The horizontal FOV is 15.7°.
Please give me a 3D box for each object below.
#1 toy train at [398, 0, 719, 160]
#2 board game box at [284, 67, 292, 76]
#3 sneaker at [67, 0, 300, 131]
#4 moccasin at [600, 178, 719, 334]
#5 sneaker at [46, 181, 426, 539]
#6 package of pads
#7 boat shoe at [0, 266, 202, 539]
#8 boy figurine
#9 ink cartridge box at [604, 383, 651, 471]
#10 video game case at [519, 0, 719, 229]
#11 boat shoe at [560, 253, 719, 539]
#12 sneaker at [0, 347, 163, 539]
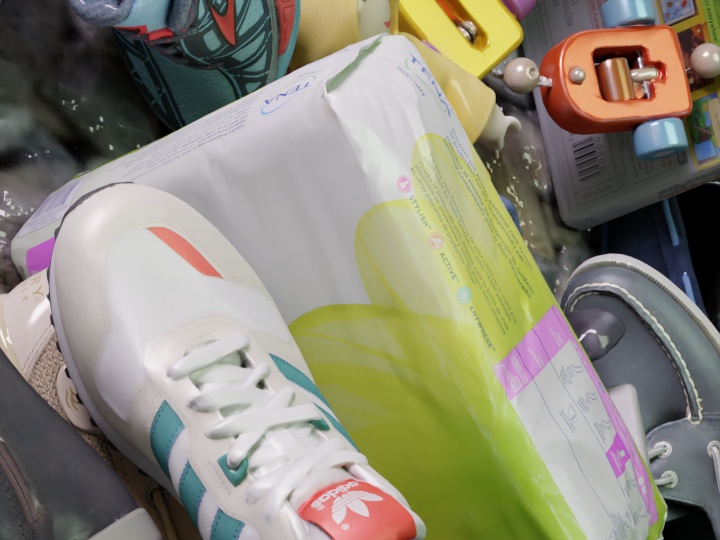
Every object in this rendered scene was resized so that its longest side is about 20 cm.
[{"bbox_3d":[0.063,-0.133,1.111,0.150,0.056,0.201,-12,81,-26],"label":"toy train"},{"bbox_3d":[0.000,0.000,1.008,0.095,0.030,0.201,-1,75,-53],"label":"board game box"},{"bbox_3d":[-0.077,-0.107,0.882,0.201,0.079,0.096,79,28,-47],"label":"sneaker"},{"bbox_3d":[0.153,-0.020,1.187,0.080,0.068,0.201,36,45,-37],"label":"moccasin"},{"bbox_3d":[-0.020,0.059,0.769,0.070,0.093,0.201,-26,91,-29],"label":"sneaker"},{"bbox_3d":[-0.005,0.037,0.864,0.201,0.154,0.068,60,35,-10],"label":"package of pads"},{"bbox_3d":[-0.054,0.088,0.830,0.201,0.064,0.071,60,10,-8],"label":"boat shoe"},{"bbox_3d":[0.026,-0.043,0.990,0.201,0.064,0.124,62,37,-12],"label":"boy figurine"},{"bbox_3d":[0.104,0.164,0.962,0.200,0.044,0.177,-86,164,-67],"label":"ink cartridge box"},{"bbox_3d":[0.147,-0.141,1.148,0.023,0.181,0.201,13,61,-53],"label":"video game case"},{"bbox_3d":[0.129,0.091,1.090,0.062,0.073,0.201,-29,100,-59],"label":"boat shoe"},{"bbox_3d":[-0.153,0.083,0.727,0.106,0.075,0.200,52,38,6],"label":"sneaker"}]
